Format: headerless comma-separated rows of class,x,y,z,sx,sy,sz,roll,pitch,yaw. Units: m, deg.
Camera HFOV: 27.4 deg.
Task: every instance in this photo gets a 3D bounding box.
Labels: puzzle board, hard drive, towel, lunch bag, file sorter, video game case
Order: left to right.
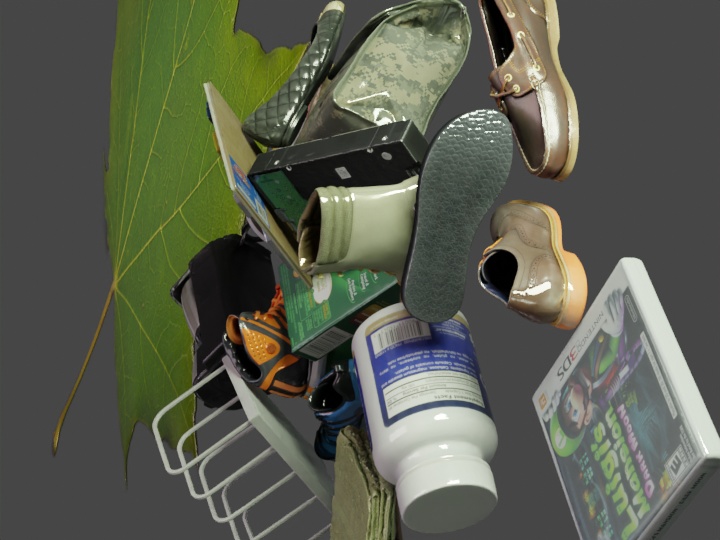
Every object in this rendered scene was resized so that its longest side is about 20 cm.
file sorter,-0.128,0.227,1.712,0.124,0.200,0.139,-36,32,2
puzzle board,-0.110,-0.087,1.564,0.200,0.017,0.151,54,-164,-52
hard drive,0.001,-0.076,1.488,0.200,0.140,0.038,-10,41,37
towel,0.004,0.251,1.492,0.200,0.036,0.149,-133,46,-72
lunch bag,0.025,-0.188,1.553,0.200,0.118,0.164,-60,8,-29
video game case,0.206,0.122,1.175,0.200,0.023,0.182,-105,29,-42

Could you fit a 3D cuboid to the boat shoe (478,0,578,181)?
boat shoe,0.146,-0.172,1.338,0.070,0.070,0.200,-48,43,51

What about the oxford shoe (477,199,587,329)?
oxford shoe,0.138,-0.016,1.300,0.200,0.073,0.071,-114,34,-65

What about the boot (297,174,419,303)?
boot,0.015,-0.013,1.406,0.200,0.154,0.072,100,154,-46

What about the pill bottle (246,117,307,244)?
pill bottle,-0.060,-0.116,1.783,0.200,0.111,0.111,128,142,-54

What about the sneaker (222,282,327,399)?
sneaker,-0.095,0.044,1.690,0.078,0.112,0.200,132,145,-53

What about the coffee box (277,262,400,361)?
coffee box,0.000,0.000,1.589,0.200,0.044,0.123,-36,47,28

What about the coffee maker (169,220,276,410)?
coffee maker,-0.163,0.056,1.971,0.200,0.135,0.192,-110,34,-47

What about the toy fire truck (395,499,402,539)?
toy fire truck,0.047,0.213,1.518,0.200,0.049,0.141,-105,28,-43

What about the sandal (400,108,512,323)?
sandal,0.078,-0.053,1.327,0.043,0.076,0.200,-112,40,-73

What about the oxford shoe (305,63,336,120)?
oxford shoe,-0.033,-0.131,1.640,0.075,0.070,0.200,-9,-77,-83

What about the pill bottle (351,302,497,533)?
pill bottle,0.064,0.139,1.397,0.120,0.120,0.200,119,149,-45

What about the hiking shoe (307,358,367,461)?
hiking shoe,-0.024,0.150,1.660,0.200,0.087,0.074,121,147,-47

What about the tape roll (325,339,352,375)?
tape roll,-0.036,0.049,1.770,0.200,0.048,0.201,-175,90,-68

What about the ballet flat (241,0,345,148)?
ballet flat,-0.065,-0.219,1.601,0.066,0.057,0.200,107,-172,-63
